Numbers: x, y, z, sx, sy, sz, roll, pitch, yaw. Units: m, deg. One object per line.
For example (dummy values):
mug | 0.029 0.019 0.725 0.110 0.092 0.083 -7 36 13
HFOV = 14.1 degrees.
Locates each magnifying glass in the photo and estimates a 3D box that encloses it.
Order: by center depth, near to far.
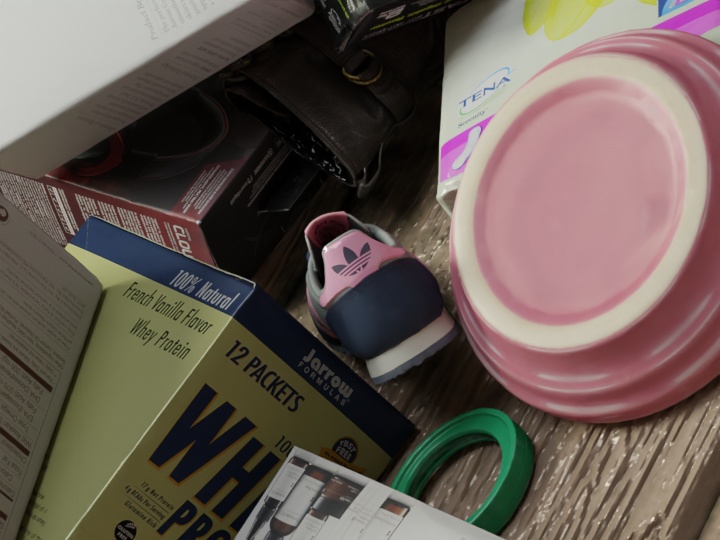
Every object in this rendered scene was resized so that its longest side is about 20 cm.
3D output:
magnifying glass | 0.015 0.153 1.453 0.200 0.022 0.080 -50 32 -9

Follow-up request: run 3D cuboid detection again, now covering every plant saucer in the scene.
plant saucer | 0.119 -0.028 1.432 0.200 0.051 0.202 -15 64 35

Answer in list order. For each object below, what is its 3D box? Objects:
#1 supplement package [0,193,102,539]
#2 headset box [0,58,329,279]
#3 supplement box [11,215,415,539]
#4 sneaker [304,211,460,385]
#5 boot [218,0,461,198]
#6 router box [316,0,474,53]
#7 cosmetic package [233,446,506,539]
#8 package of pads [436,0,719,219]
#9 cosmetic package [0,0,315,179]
supplement package | -0.233 0.065 1.495 0.117 0.117 0.201 -19 41 38
headset box | -0.108 -0.073 1.728 0.199 0.075 0.149 18 56 31
supplement box | -0.118 0.103 1.554 0.200 0.134 0.200 -54 32 -10
sneaker | 0.000 0.000 1.539 0.070 0.082 0.200 -34 12 -6
boot | -0.015 -0.156 1.678 0.174 0.069 0.200 -40 72 -19
router box | 0.047 -0.228 1.633 0.199 0.150 0.062 -22 -10 -22
cosmetic package | 0.020 0.154 1.388 0.200 0.051 0.083 19 73 47
package of pads | 0.132 -0.114 1.560 0.199 0.068 0.155 -27 37 28
cosmetic package | -0.137 -0.144 1.638 0.199 0.074 0.102 -29 74 18
